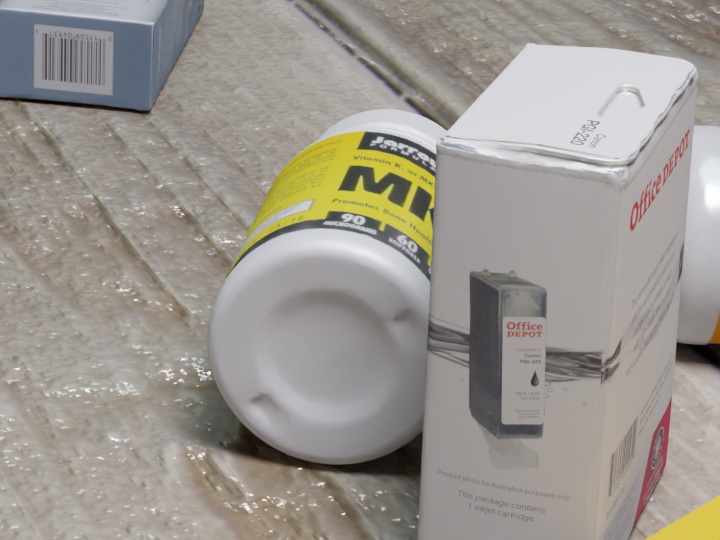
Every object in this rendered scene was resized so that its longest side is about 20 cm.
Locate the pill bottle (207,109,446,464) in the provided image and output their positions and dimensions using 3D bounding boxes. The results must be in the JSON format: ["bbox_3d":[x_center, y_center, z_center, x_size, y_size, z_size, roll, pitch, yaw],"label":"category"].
[{"bbox_3d":[0.000,0.000,1.306,0.114,0.114,0.200,7,24,6],"label":"pill bottle"}]

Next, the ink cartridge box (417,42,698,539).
[{"bbox_3d":[0.085,0.018,1.170,0.085,0.200,0.146,11,25,16],"label":"ink cartridge box"}]

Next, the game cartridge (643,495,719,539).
[{"bbox_3d":[0.182,0.161,1.080,0.200,0.032,0.176,25,31,34],"label":"game cartridge"}]

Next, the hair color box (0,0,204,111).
[{"bbox_3d":[-0.161,-0.165,1.721,0.099,0.061,0.200,6,25,4],"label":"hair color box"}]

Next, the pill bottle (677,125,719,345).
[{"bbox_3d":[0.207,-0.016,1.376,0.200,0.112,0.112,2,24,-3],"label":"pill bottle"}]
